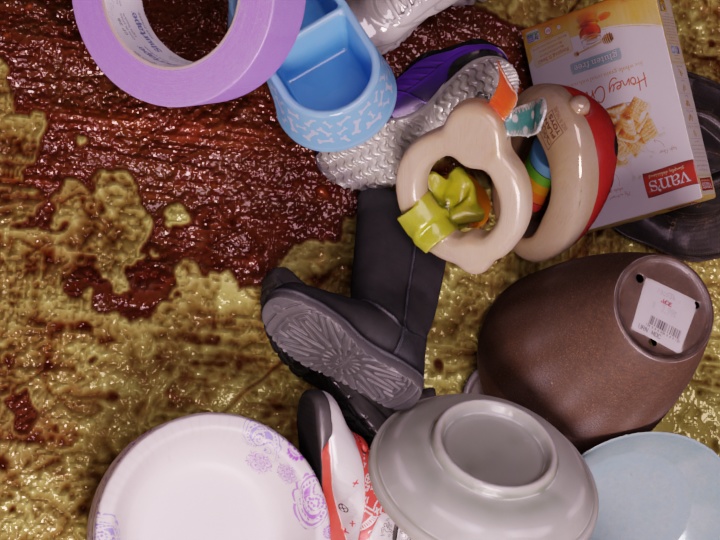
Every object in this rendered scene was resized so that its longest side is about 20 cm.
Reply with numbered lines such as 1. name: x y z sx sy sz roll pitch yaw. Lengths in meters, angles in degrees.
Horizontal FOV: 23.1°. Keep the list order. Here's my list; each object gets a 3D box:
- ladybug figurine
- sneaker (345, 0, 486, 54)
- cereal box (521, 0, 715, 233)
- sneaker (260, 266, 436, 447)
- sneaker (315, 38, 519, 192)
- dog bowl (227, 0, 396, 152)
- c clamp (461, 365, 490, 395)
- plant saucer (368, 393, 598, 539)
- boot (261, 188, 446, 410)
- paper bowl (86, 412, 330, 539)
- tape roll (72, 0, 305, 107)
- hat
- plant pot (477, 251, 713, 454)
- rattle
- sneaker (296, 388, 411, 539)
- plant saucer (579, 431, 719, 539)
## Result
1. ladybug figurine: 0.176 -0.090 1.565 0.071 0.200 0.137 -13 65 -21
2. sneaker: 0.054 -0.260 1.616 0.199 0.081 0.076 -30 92 -16
3. cereal box: 0.236 -0.145 1.622 0.039 0.143 0.202 -4 79 -56
4. sneaker: -0.012 0.072 1.560 0.091 0.076 0.201 -42 102 -25
5. sneaker: 0.048 -0.148 1.603 0.199 0.100 0.070 -27 123 9
6. dog bowl: -0.048 -0.200 1.555 0.111 0.050 0.201 -30 67 -4
7. c clamp: 0.180 0.168 1.613 0.198 0.027 0.173 13 79 -14
8. plant saucer: 0.107 0.160 1.458 0.198 0.051 0.201 9 38 -7
9. boot: 0.001 0.001 1.521 0.164 0.065 0.201 37 45 -24
10. paper bowl: -0.131 0.223 1.480 0.198 0.104 0.203 2 81 -14
11. tape roll: -0.148 -0.243 1.505 0.198 0.066 0.203 4 100 23
12. hat: 0.318 -0.107 1.663 0.198 0.081 0.203 3 80 -15
13. plant pot: 0.222 0.061 1.537 0.185 0.200 0.189 5 72 -16
14. rattle: 0.121 -0.107 1.520 0.130 0.201 0.142 38 36 29
15. sneaker: 0.012 0.183 1.521 0.107 0.067 0.204 -15 110 -16
16. plant saucer: 0.242 0.224 1.578 0.199 0.039 0.203 -5 115 -10
